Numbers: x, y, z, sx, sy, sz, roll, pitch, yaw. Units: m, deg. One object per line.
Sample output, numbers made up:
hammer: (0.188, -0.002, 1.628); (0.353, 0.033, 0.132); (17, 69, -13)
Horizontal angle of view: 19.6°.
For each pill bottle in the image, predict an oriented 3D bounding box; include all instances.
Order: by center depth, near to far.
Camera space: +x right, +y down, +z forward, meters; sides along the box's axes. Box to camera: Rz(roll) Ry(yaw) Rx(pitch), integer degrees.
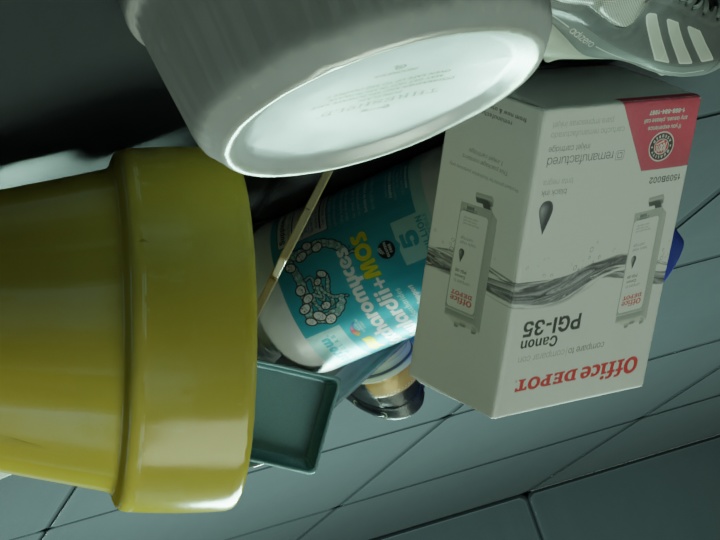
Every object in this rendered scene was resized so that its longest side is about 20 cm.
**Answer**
pill bottle: (0.000, 0.000, 1.402); (0.200, 0.111, 0.111); (-24, 166, 18)

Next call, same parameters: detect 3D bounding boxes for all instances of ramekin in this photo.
ramekin: (-0.004, -0.117, 0.962); (0.202, 0.094, 0.202); (-18, 166, -5)

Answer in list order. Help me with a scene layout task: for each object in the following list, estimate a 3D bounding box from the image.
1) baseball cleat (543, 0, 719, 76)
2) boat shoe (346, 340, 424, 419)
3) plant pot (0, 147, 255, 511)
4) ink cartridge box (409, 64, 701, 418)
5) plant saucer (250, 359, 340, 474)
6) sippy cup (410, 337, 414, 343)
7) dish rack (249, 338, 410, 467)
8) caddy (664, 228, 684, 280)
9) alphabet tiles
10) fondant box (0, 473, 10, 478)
baseball cleat: (0.165, -0.149, 1.124); (0.200, 0.070, 0.106); (-9, 164, -39)
boat shoe: (-0.006, 0.064, 1.592); (0.075, 0.062, 0.200); (-31, -156, -13)
plant pot: (-0.163, 0.031, 1.136); (0.189, 0.201, 0.201); (1, 162, -12)
ink cartridge box: (0.120, -0.020, 1.298); (0.146, 0.200, 0.083); (-9, -156, -41)
plant saucer: (-0.117, 0.081, 1.379); (0.200, 0.070, 0.019); (13, -172, -16)
sippy cup: (0.094, 0.031, 1.643); (0.130, 0.140, 0.178); (-8, 158, 2)
dish rack: (-0.065, 0.065, 1.513); (0.172, 0.044, 0.200); (-1, -149, 48)
caddy: (0.128, -0.005, 1.472); (0.200, 0.105, 0.141); (-46, -162, -5)
alphabet tiles: (-0.041, -0.018, 1.250); (0.006, 0.166, 0.200); (27, 159, -2)
fondant box: (-0.313, 0.102, 1.389); (0.200, 0.058, 0.144); (-21, 143, 13)
